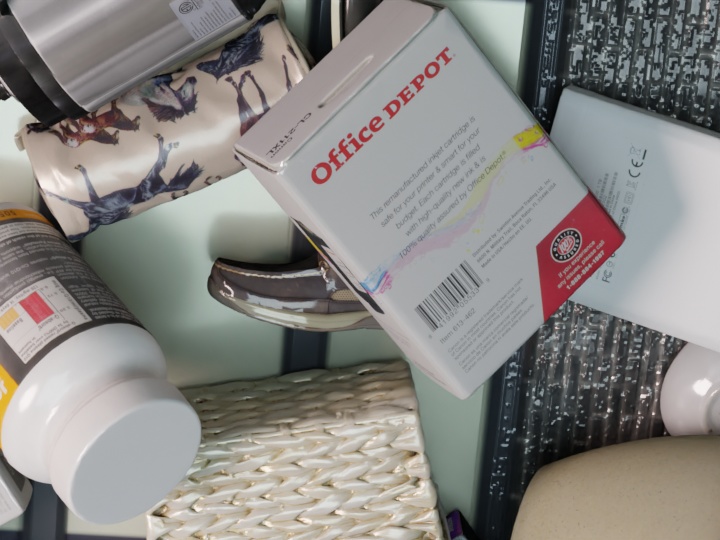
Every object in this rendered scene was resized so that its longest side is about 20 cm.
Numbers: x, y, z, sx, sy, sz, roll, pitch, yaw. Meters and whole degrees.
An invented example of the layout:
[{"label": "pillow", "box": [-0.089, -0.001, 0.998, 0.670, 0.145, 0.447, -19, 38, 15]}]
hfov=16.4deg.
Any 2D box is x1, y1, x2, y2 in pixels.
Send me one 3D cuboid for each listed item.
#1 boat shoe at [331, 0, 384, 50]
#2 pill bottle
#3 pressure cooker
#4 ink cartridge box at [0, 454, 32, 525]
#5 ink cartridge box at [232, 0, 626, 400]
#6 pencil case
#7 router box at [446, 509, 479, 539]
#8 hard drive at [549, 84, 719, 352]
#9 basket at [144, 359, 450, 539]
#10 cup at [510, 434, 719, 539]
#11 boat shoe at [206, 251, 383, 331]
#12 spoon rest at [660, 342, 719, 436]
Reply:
[{"label": "boat shoe", "box": [0.015, -0.205, 1.533, 0.063, 0.074, 0.203, 6, 103, 2]}, {"label": "pill bottle", "box": [-0.189, 0.057, 1.531, 0.116, 0.200, 0.117, -26, 140, -24]}, {"label": "pressure cooker", "box": [-0.173, -0.185, 1.473, 0.199, 0.179, 0.176, -30, 111, 5]}, {"label": "ink cartridge box", "box": [-0.340, 0.129, 1.640, 0.199, 0.047, 0.161, -26, 109, 11]}, {"label": "ink cartridge box", "box": [0.042, -0.048, 1.516, 0.146, 0.083, 0.200, -43, 116, -7]}, {"label": "pencil case", "box": [-0.118, -0.090, 1.561, 0.199, 0.090, 0.078, -23, 145, 5]}, {"label": "router box", "box": [0.062, 0.285, 1.709, 0.149, 0.051, 0.200, -34, 106, 8]}, {"label": "hard drive", "box": [0.207, -0.025, 1.592, 0.199, 0.026, 0.133, 19, 108, 14]}, {"label": "basket", "box": [-0.045, 0.140, 1.615, 0.198, 0.136, 0.124, -7, 105, -1]}, {"label": "cup", "box": [0.176, 0.192, 1.632, 0.142, 0.200, 0.202, 13, 109, 17]}, {"label": "boat shoe", "box": [0.000, 0.000, 1.609, 0.199, 0.074, 0.074, 5, 98, -15]}, {"label": "spoon rest", "box": [0.271, 0.045, 1.651, 0.099, 0.061, 0.201, 22, 119, -9]}]
